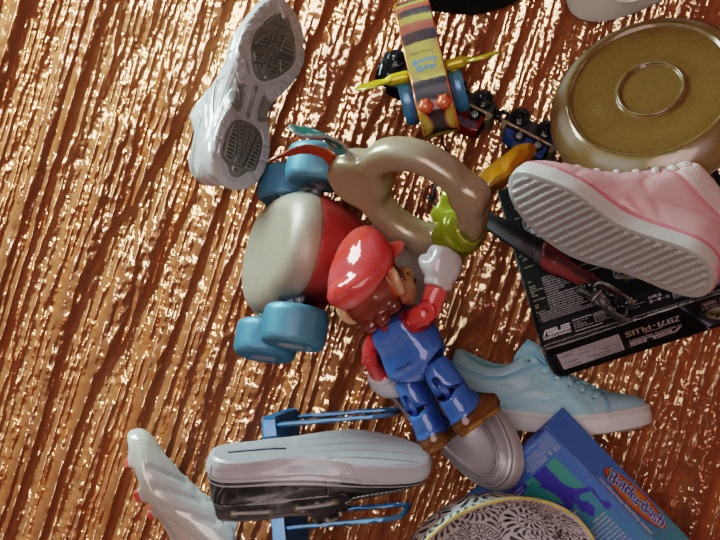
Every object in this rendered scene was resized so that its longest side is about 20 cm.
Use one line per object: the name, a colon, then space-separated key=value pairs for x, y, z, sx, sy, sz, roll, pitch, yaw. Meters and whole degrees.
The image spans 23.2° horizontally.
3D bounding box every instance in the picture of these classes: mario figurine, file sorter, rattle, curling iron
mario figurine: x=0.049 y=0.049 z=1.534 sx=0.123 sy=0.106 sz=0.201 roll=-30 pitch=91 yaw=-1
file sorter: x=-0.015 y=0.228 z=1.634 sx=0.121 sy=0.139 sz=0.203 roll=-6 pitch=88 yaw=6
rattle: x=0.038 y=-0.108 z=1.545 sx=0.198 sy=0.131 sz=0.144 roll=24 pitch=71 yaw=16
curling iron: x=0.164 y=-0.014 z=1.542 sx=0.199 sy=0.049 sz=0.026 roll=37 pitch=94 yaw=35

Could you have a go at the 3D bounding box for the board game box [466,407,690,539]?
board game box: x=0.202 y=0.246 z=1.600 sx=0.200 sy=0.045 sz=0.152 roll=47 pitch=127 yaw=5

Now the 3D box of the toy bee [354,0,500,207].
toy bee: x=0.073 y=-0.166 z=1.603 sx=0.130 sy=0.109 sz=0.201 roll=-34 pitch=79 yaw=0

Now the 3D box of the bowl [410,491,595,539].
bowl: x=0.107 y=0.271 z=1.561 sx=0.198 sy=0.094 sz=0.203 roll=-6 pitch=112 yaw=-16

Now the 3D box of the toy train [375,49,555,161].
toy train: x=0.103 y=-0.151 z=1.666 sx=0.198 sy=0.034 sz=0.046 roll=26 pitch=75 yaw=10

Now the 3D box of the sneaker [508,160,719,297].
sneaker: x=0.232 y=-0.057 z=1.512 sx=0.199 sy=0.076 sz=0.105 roll=25 pitch=51 yaw=18

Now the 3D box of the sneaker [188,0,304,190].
sneaker: x=-0.122 y=-0.173 z=1.690 sx=0.078 sy=0.099 sz=0.202 roll=32 pitch=70 yaw=-33

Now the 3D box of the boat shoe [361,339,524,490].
boat shoe: x=0.071 y=0.124 z=1.604 sx=0.072 sy=0.068 sz=0.201 roll=-54 pitch=53 yaw=25

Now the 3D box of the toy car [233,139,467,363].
toy car: x=0.000 y=0.000 z=1.647 sx=0.198 sy=0.177 sz=0.187 roll=13 pitch=76 yaw=-18

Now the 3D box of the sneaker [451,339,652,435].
sneaker: x=0.173 y=0.108 z=1.633 sx=0.197 sy=0.074 sz=0.083 roll=3 pitch=94 yaw=10

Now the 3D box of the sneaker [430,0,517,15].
sneaker: x=0.136 y=-0.304 z=1.656 sx=0.198 sy=0.074 sz=0.090 roll=-14 pitch=64 yaw=17

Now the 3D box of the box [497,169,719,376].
box: x=0.242 y=-0.017 z=1.593 sx=0.198 sy=0.086 sz=0.165 roll=-19 pitch=66 yaw=9

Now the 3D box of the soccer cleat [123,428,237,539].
soccer cleat: x=-0.162 y=0.236 z=1.697 sx=0.077 sy=0.069 sz=0.202 roll=-27 pitch=92 yaw=3

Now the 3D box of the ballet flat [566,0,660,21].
ballet flat: x=0.284 y=-0.287 z=1.625 sx=0.198 sy=0.069 sz=0.070 roll=-16 pitch=86 yaw=10

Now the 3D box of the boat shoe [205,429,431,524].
boat shoe: x=-0.036 y=0.186 z=1.542 sx=0.197 sy=0.072 sz=0.072 roll=-1 pitch=109 yaw=2

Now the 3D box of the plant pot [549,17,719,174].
plant pot: x=0.265 y=-0.158 z=1.590 sx=0.198 sy=0.028 sz=0.202 roll=-12 pitch=52 yaw=15
